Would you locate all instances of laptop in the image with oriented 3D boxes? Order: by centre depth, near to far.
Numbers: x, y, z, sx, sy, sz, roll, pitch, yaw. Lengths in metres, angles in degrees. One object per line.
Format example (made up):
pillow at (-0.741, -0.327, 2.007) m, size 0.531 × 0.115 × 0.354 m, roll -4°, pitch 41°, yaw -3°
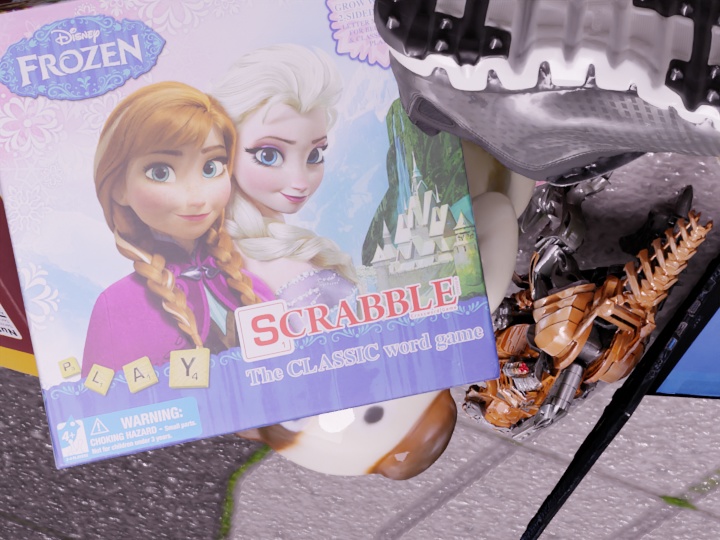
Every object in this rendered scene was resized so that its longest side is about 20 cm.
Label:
laptop at (0.194, 0.071, 1.482) m, size 0.103 × 0.200 × 0.177 m, roll 34°, pitch 147°, yaw 5°

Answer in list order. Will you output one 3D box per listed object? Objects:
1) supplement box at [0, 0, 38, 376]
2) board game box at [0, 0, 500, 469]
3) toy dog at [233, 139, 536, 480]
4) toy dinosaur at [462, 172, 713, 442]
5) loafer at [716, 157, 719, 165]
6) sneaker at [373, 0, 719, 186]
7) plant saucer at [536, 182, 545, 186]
supplement box at (-0.175, -0.092, 1.331) m, size 0.133 × 0.197 × 0.200 m, roll 12°, pitch 144°, yaw 34°
board game box at (-0.053, -0.032, 1.208) m, size 0.200 × 0.041 × 0.200 m, roll -12°, pitch 101°, yaw -6°
toy dog at (0.000, 0.000, 1.333) m, size 0.139 × 0.200 × 0.194 m, roll 21°, pitch 146°, yaw -6°
toy dinosaur at (0.124, 0.020, 1.460) m, size 0.200 × 0.136 × 0.102 m, roll -16°, pitch 134°, yaw 40°
loafer at (0.188, -0.074, 1.292) m, size 0.076 × 0.068 × 0.200 m, roll -4°, pitch 140°, yaw 24°
sneaker at (0.103, -0.072, 1.137) m, size 0.200 × 0.067 × 0.091 m, roll 10°, pitch 148°, yaw 6°
plant saucer at (0.031, -0.095, 1.408) m, size 0.200 × 0.051 × 0.201 m, roll 11°, pitch 147°, yaw 7°
